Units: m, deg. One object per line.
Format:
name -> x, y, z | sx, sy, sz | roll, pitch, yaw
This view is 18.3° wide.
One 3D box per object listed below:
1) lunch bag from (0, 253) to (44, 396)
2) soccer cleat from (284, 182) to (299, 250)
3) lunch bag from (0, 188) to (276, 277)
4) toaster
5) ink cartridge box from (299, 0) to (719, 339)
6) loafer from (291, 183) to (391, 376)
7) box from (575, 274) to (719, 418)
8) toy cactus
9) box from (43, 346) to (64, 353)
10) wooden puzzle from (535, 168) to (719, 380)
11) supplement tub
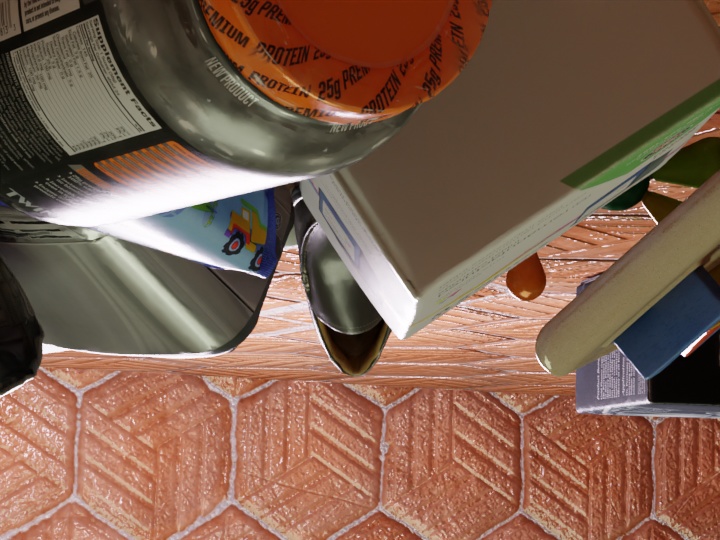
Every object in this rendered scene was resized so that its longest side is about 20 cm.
lunch bag -> -0.263, 0.015, 1.020 | 0.199, 0.118, 0.164 | 28, 147, -36
soccer cleat -> -0.027, -0.046, 1.326 | 0.086, 0.070, 0.199 | -28, 157, 36
lunch bag -> -0.145, -0.068, 0.921 | 0.199, 0.095, 0.151 | 4, 161, 28
toaster -> -0.140, -0.035, 1.081 | 0.199, 0.114, 0.129 | 6, 151, 31
ink cartridge box -> 0.055, -0.052, 0.871 | 0.145, 0.088, 0.200 | -33, 177, -5
loafer -> 0.000, 0.000, 1.239 | 0.072, 0.073, 0.200 | -4, 161, 4
box -> 0.304, 0.061, 1.887 | 0.199, 0.125, 0.197 | 3, 175, -11
toy cactus -> 0.089, -0.037, 1.103 | 0.199, 0.103, 0.165 | -15, 175, -20
box -> -0.253, -0.018, 1.303 | 0.199, 0.123, 0.106 | 5, 172, -33
wooden puzzle -> 0.189, -0.008, 1.109 | 0.185, 0.046, 0.200 | -42, 166, 17
supplement tub -> -0.053, -0.083, 0.714 | 0.122, 0.123, 0.200 | 6, 172, -33
